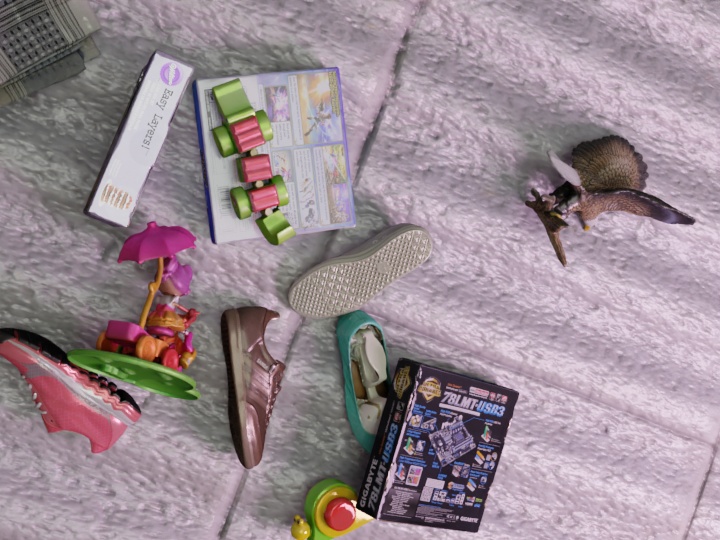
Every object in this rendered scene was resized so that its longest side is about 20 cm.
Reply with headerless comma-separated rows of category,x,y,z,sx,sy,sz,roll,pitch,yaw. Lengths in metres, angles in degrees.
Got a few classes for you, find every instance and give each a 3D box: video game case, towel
video game case,-0.106,-0.143,1.376,0.180,0.045,0.202,-8,96,-15
towel,-0.391,-0.293,1.230,0.192,0.034,0.201,-41,116,-41

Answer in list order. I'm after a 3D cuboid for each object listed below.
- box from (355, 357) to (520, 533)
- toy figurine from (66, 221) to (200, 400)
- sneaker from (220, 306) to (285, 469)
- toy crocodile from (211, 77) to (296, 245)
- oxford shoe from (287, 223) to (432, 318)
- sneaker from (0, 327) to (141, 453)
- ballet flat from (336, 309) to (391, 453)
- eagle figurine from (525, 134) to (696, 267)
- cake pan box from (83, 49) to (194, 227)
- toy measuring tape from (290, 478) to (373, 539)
box,0.103,0.229,1.434,0.199,0.050,0.200,18,87,-41
toy figurine,-0.234,0.040,1.311,0.149,0.200,0.185,5,72,23
sneaker,-0.125,0.144,1.378,0.075,0.070,0.202,-7,96,-18
toy crocodile,-0.127,-0.127,1.316,0.067,0.062,0.202,-18,99,-15
oxford shoe,0.000,0.000,1.419,0.199,0.058,0.076,-28,109,1
sneaker,-0.358,0.145,1.303,0.200,0.074,0.087,37,87,-15
ballet flat,0.013,0.150,1.422,0.067,0.070,0.202,-16,99,-19
eagle figurine,0.326,-0.102,1.480,0.199,0.151,0.153,-18,89,-5
cake pan box,-0.252,-0.146,1.257,0.052,0.184,0.201,23,88,-17
toy measuring tape,-0.004,0.288,1.432,0.199,0.073,0.074,-23,101,-22
